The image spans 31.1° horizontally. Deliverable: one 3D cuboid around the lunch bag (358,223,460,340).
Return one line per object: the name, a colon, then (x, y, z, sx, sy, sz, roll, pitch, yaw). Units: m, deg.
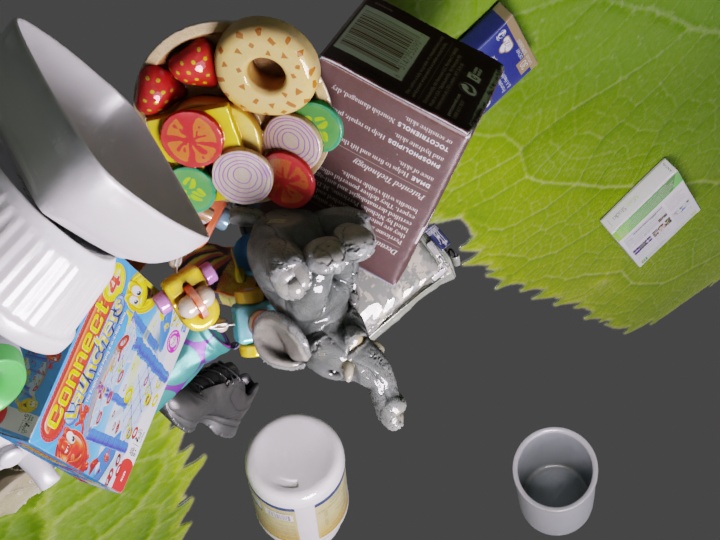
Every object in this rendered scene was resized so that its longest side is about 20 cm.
lunch bag: (0.000, 0.000, 1.529, 0.199, 0.168, 0.139, -40, 152, -1)

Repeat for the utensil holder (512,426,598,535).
utensil holder: (0.394, 0.430, 2.604, 0.169, 0.170, 0.201, -35, 152, -8)

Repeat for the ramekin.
ramekin: (-0.295, -0.033, 1.098, 0.094, 0.203, 0.202, -43, 151, 4)

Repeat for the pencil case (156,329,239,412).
pencil case: (-0.240, 0.118, 1.492, 0.199, 0.085, 0.092, -40, 176, 2)

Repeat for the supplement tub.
supplement tub: (-0.089, 0.313, 1.884, 0.143, 0.145, 0.201, -30, 150, -17)

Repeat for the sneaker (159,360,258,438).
sneaker: (-0.196, 0.152, 1.622, 0.091, 0.076, 0.200, -52, 158, 6)

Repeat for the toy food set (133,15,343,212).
toy food set: (-0.116, -0.140, 1.209, 0.197, 0.049, 0.200, -9, 125, 13)

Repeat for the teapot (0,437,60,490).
teapot: (-0.379, 0.133, 1.284, 0.198, 0.146, 0.199, -6, 137, -44)

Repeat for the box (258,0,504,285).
box: (0.022, -0.134, 1.314, 0.201, 0.163, 0.166, -64, 178, 38)

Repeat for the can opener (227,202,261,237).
can opener: (-0.113, -0.065, 1.411, 0.078, 0.064, 0.201, -32, 150, -16)

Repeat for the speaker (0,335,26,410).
speaker: (-0.361, 0.031, 1.105, 0.088, 0.200, 0.089, -29, 150, -19)

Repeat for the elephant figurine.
elephant figurine: (-0.041, 0.047, 1.269, 0.139, 0.156, 0.202, -10, 121, -5)

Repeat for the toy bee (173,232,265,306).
toy bee: (-0.109, 0.016, 1.394, 0.197, 0.110, 0.131, -10, 154, 21)

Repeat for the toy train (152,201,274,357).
toy train: (-0.125, 0.002, 1.309, 0.199, 0.056, 0.151, 33, 86, -22)

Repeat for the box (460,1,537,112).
box: (0.113, -0.210, 1.517, 0.200, 0.032, 0.121, -42, 152, 5)

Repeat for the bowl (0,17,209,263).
bowl: (-0.231, -0.096, 1.090, 0.074, 0.201, 0.200, -37, 153, 7)

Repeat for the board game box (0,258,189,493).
board game box: (-0.264, 0.099, 1.291, 0.196, 0.055, 0.202, 54, 53, -62)

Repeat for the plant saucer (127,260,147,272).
plant saucer: (-0.272, -0.032, 1.296, 0.199, 0.038, 0.201, -29, 149, -19)

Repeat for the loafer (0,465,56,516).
loafer: (-0.382, 0.215, 1.477, 0.199, 0.076, 0.068, -40, 154, 20)

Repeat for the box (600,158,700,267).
box: (0.476, -0.091, 2.113, 0.144, 0.036, 0.200, -44, 153, 7)
